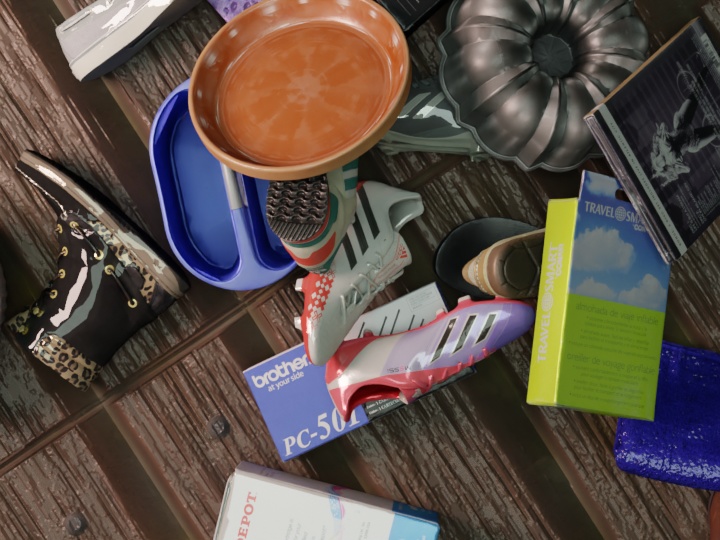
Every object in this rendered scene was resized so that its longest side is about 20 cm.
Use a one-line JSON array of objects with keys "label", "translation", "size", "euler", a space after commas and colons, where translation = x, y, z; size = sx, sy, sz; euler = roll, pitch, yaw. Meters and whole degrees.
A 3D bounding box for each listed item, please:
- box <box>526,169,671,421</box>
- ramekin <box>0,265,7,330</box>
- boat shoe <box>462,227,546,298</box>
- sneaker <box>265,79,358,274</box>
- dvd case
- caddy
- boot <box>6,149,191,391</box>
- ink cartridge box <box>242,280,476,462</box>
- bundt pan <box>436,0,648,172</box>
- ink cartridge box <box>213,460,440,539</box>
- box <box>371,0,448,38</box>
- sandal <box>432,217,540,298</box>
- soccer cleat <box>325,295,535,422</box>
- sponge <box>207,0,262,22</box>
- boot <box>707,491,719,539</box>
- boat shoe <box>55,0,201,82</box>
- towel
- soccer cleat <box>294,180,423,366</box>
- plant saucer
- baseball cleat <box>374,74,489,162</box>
[{"label": "box", "translation": [0.212, 0.023, 1.582], "size": [0.121, 0.047, 0.202], "euler": [11, 84, -34]}, {"label": "ramekin", "translation": [-0.421, 0.026, 1.683], "size": [0.198, 0.105, 0.202], "euler": [0, 92, 3]}, {"label": "boat shoe", "translation": [0.181, -0.012, 1.637], "size": [0.198, 0.076, 0.072], "euler": [-1, 89, -31]}, {"label": "sneaker", "translation": [-0.036, -0.090, 1.614], "size": [0.070, 0.094, 0.201], "euler": [-1, 57, 15]}, {"label": "dvd case", "translation": [0.286, -0.118, 1.614], "size": [0.200, 0.016, 0.149], "euler": [-41, 104, -40]}, {"label": "caddy", "translation": [-0.114, -0.083, 1.663], "size": [0.140, 0.105, 0.202], "euler": [-12, 91, 2]}, {"label": "boot", "translation": [-0.275, 0.000, 1.695], "size": [0.200, 0.073, 0.151], "euler": [41, 93, -5]}, {"label": "ink cartridge box", "translation": [0.000, 0.094, 1.697], "size": [0.199, 0.044, 0.095], "euler": [-25, 89, 4]}, {"label": "bundt pan", "translation": [0.172, -0.194, 1.630], "size": [0.200, 0.076, 0.204], "euler": [2, 79, -12]}, {"label": "ink cartridge box", "translation": [-0.039, 0.272, 1.686], "size": [0.198, 0.085, 0.146], "euler": [15, 92, 1]}, {"label": "box", "translation": [0.020, -0.326, 1.651], "size": [0.141, 0.079, 0.200], "euler": [-41, 90, -7]}, {"label": "sandal", "translation": [0.166, -0.006, 1.686], "size": [0.198, 0.043, 0.077], "euler": [7, 92, 2]}, {"label": "soccer cleat", "translation": [0.065, 0.079, 1.631], "size": [0.198, 0.067, 0.077], "euler": [-15, 63, 7]}, {"label": "sponge", "translation": [-0.082, -0.265, 1.694], "size": [0.111, 0.030, 0.200], "euler": [-41, 90, 3]}, {"label": "boot", "translation": [0.342, 0.266, 1.610], "size": [0.068, 0.200, 0.190], "euler": [20, 93, 1]}, {"label": "boat shoe", "translation": [-0.201, -0.254, 1.665], "size": [0.200, 0.070, 0.072], "euler": [-35, 87, 21]}, {"label": "towel", "translation": [0.333, 0.133, 1.643], "size": [0.198, 0.050, 0.148], "euler": [10, 50, 4]}, {"label": "soccer cleat", "translation": [0.000, 0.000, 1.639], "size": [0.084, 0.069, 0.201], "euler": [5, 51, 19]}, {"label": "plant saucer", "translation": [-0.051, -0.161, 1.588], "size": [0.198, 0.032, 0.202], "euler": [-7, 57, 11]}, {"label": "baseball cleat", "translation": [0.058, -0.155, 1.683], "size": [0.198, 0.070, 0.107], "euler": [8, 79, -2]}]
